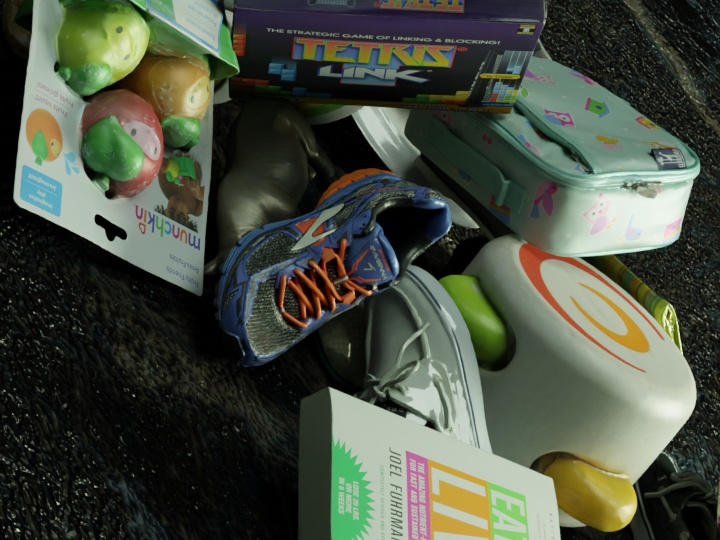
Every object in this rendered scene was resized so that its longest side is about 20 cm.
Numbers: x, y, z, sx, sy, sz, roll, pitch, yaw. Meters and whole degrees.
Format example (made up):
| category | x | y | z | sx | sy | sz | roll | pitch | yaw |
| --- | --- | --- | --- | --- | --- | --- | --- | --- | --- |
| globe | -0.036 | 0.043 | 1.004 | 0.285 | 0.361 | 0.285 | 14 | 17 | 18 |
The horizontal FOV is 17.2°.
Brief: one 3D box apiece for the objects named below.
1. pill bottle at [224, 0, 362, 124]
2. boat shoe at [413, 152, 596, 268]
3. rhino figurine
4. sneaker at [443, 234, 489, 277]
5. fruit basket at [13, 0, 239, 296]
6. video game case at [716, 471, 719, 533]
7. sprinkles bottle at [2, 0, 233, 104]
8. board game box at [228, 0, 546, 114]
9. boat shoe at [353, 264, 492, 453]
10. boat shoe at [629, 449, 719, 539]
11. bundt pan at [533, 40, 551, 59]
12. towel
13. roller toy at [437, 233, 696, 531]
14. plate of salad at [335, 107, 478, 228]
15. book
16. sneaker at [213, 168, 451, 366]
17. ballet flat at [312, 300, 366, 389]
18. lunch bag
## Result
| category | x | y | z | sx | sy | sz | roll | pitch | yaw |
| --- | --- | --- | --- | --- | --- | --- | --- | --- | --- |
| pill bottle | -0.060 | -0.210 | 1.734 | 0.200 | 0.111 | 0.111 | 53 | 16 | -40 |
| boat shoe | 0.119 | -0.046 | 1.765 | 0.200 | 0.057 | 0.067 | 44 | 16 | 29 |
| rhino figurine | -0.064 | -0.036 | 1.576 | 0.088 | 0.060 | 0.200 | 50 | 34 | -33 |
| sneaker | 0.129 | 0.050 | 1.780 | 0.114 | 0.076 | 0.200 | 6 | 44 | -56 |
| fruit basket | -0.140 | -0.106 | 1.469 | 0.185 | 0.093 | 0.201 | 30 | 51 | -51 |
| video game case | 0.300 | 0.204 | 1.746 | 0.182 | 0.036 | 0.201 | -73 | 149 | -55 |
| sprinkles bottle | -0.153 | -0.159 | 1.607 | 0.200 | 0.068 | 0.068 | 9 | 45 | -57 |
| board game box | 0.014 | -0.160 | 1.567 | 0.165 | 0.199 | 0.057 | 103 | -11 | -74 |
| boat shoe | 0.027 | 0.090 | 1.523 | 0.086 | 0.074 | 0.203 | 3 | 69 | -49 |
| boat shoe | 0.239 | 0.187 | 1.765 | 0.074 | 0.068 | 0.200 | 40 | 24 | -20 |
| bundt pan | 0.098 | -0.160 | 1.901 | 0.202 | 0.076 | 0.202 | 53 | 16 | -23 |
| towel | 0.184 | 0.006 | 1.782 | 0.200 | 0.018 | 0.086 | 50 | -21 | 47 |
| roller toy | 0.127 | 0.081 | 1.638 | 0.200 | 0.140 | 0.182 | 39 | 20 | 5 |
| plate of salad | 0.035 | -0.113 | 1.898 | 0.200 | 0.048 | 0.200 | 41 | 28 | -28 |
| book | 0.042 | 0.163 | 1.430 | 0.200 | 0.048 | 0.134 | 23 | 55 | -39 |
| sneaker | -0.017 | -0.007 | 1.505 | 0.200 | 0.078 | 0.076 | -43 | 121 | -37 |
| ballet flat | 0.000 | 0.000 | 1.639 | 0.067 | 0.062 | 0.200 | 38 | 26 | -27 |
| lunch bag | 0.135 | -0.085 | 1.696 | 0.160 | 0.077 | 0.200 | -2 | 30 | -40 |
